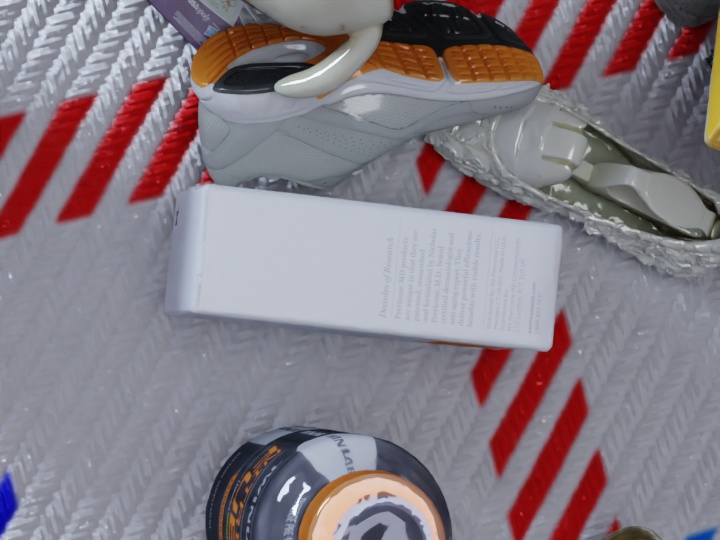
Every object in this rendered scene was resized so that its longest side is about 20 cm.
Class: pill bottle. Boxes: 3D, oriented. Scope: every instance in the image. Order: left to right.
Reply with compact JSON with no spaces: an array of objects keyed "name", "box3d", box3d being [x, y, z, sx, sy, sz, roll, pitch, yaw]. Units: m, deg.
[{"name":"pill bottle","box3d":[-0.014,0.137,1.278,0.105,0.200,0.107,1,88,-14]}]

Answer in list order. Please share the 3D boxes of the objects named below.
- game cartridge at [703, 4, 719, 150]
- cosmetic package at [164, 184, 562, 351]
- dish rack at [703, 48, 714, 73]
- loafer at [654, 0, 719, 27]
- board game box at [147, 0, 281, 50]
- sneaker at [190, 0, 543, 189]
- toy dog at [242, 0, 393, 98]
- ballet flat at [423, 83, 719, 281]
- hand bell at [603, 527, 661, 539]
[{"name":"game cartridge","box3d":[0.277,-0.120,1.324,0.175,0.032,0.201,21,55,-12]},{"name":"cosmetic package","box3d":[0.000,0.000,1.337,0.198,0.101,0.072,7,87,-13]},{"name":"dish rack","box3d":[0.283,-0.066,1.387,0.200,0.153,0.055,37,101,-9]},{"name":"loafer","box3d":[0.258,-0.207,1.422,0.200,0.070,0.070,-37,97,-12]},{"name":"board game box","box3d":[-0.099,-0.216,1.339,0.120,0.032,0.200,-42,99,11]},{"name":"sneaker","box3d":[0.002,-0.090,1.355,0.198,0.076,0.092,-4,133,-11]},{"name":"toy dog","box3d":[-0.076,-0.197,1.274,0.198,0.140,0.195,6,113,2]},{"name":"ballet flat","box3d":[0.134,-0.059,1.390,0.199,0.072,0.072,25,83,-11]},{"name":"hand bell","box3d":[0.216,0.233,1.397,0.199,0.104,0.105,28,82,-25]}]
